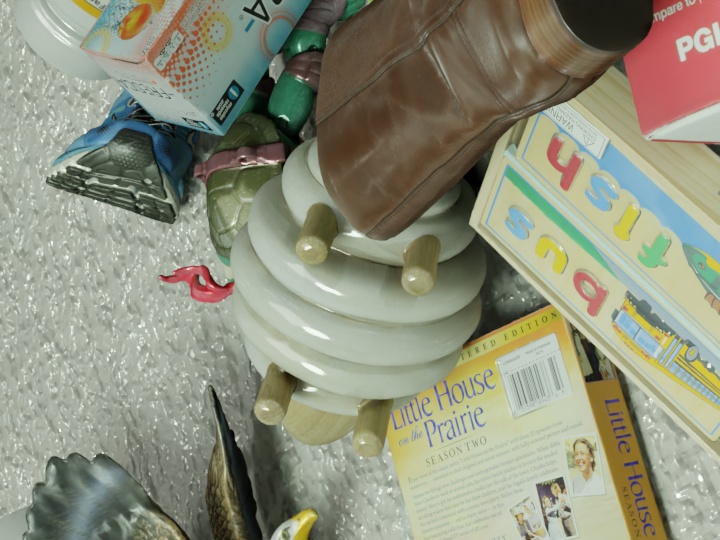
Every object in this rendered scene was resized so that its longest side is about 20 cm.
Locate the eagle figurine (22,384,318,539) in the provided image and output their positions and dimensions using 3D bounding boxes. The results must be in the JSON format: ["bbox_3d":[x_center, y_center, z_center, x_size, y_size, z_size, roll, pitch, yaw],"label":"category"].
[{"bbox_3d":[-0.071,0.175,0.858,0.200,0.152,0.151,38,83,22],"label":"eagle figurine"}]

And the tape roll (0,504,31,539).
[{"bbox_3d":[-0.170,0.239,0.923,0.071,0.202,0.204,17,104,47],"label":"tape roll"}]

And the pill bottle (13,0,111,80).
[{"bbox_3d":[-0.129,-0.207,0.923,0.200,0.112,0.113,-44,60,39],"label":"pill bottle"}]

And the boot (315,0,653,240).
[{"bbox_3d":[0.028,-0.125,0.594,0.200,0.064,0.188,143,125,-63],"label":"boot"}]

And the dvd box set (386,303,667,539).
[{"bbox_3d":[0.084,0.131,0.758,0.146,0.029,0.201,-30,70,45],"label":"dvd box set"}]

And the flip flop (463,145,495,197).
[{"bbox_3d":[0.110,-0.036,0.703,0.200,0.057,0.081,24,145,60],"label":"flip flop"}]

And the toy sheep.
[{"bbox_3d":[0.000,0.000,0.740,0.138,0.137,0.201,46,128,37],"label":"toy sheep"}]

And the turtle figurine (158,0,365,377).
[{"bbox_3d":[-0.040,-0.049,0.843,0.149,0.100,0.201,-9,74,35],"label":"turtle figurine"}]

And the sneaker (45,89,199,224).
[{"bbox_3d":[-0.133,-0.081,0.912,0.200,0.078,0.091,-150,77,-82],"label":"sneaker"}]

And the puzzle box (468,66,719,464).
[{"bbox_3d":[0.130,0.009,0.617,0.200,0.025,0.133,44,156,16],"label":"puzzle box"}]

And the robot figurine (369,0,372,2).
[{"bbox_3d":[0.057,-0.195,0.684,0.200,0.175,0.116,-49,44,4],"label":"robot figurine"}]

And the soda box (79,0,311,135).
[{"bbox_3d":[-0.057,-0.172,0.807,0.063,0.068,0.201,18,71,46],"label":"soda box"}]

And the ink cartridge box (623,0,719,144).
[{"bbox_3d":[0.156,-0.154,0.579,0.083,0.146,0.201,-21,77,46],"label":"ink cartridge box"}]
